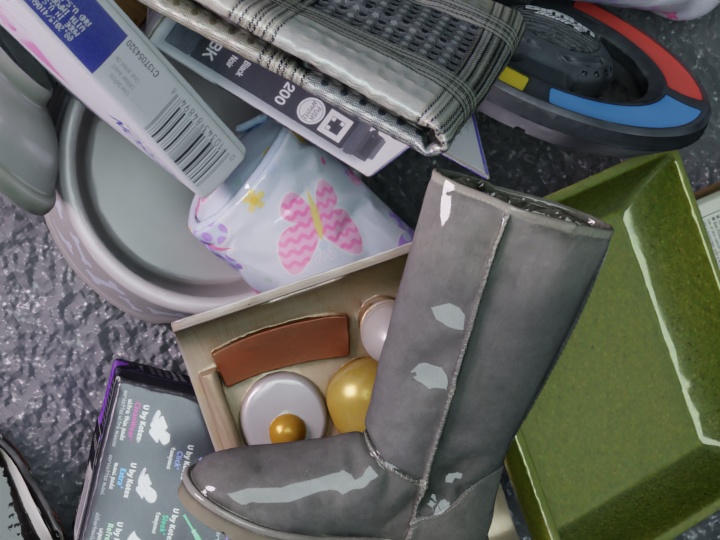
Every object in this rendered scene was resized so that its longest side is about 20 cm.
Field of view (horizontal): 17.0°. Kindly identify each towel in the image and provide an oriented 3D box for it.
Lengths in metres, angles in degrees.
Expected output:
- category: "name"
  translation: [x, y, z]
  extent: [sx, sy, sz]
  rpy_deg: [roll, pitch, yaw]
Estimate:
- category: "towel"
  translation: [-0.018, -0.144, 1.236]
  extent: [0.199, 0.193, 0.035]
  rpy_deg: [28, 119, 4]

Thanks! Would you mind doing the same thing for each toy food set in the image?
- category: "toy food set"
  translation: [-0.002, 0.095, 1.273]
  extent: [0.143, 0.060, 0.201]
  rpy_deg: [-19, 103, -5]

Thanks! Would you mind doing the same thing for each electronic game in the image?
- category: "electronic game"
  translation: [0.106, -0.124, 1.364]
  extent: [0.199, 0.200, 0.042]
  rpy_deg: [19, 116, -7]

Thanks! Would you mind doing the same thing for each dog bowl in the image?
- category: "dog bowl"
  translation: [-0.088, -0.063, 1.399]
  extent: [0.199, 0.059, 0.201]
  rpy_deg: [0, 91, -8]

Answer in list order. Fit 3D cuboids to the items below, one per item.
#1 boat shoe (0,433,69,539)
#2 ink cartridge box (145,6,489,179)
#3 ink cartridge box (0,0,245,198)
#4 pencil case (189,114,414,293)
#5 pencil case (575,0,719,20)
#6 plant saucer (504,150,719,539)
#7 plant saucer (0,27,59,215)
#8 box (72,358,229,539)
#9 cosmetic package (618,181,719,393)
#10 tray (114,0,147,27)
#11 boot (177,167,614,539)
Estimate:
- category: "boat shoe"
  translation: [-0.197, 0.178, 1.383]
  extent: [0.073, 0.063, 0.202]
  rpy_deg: [-26, 95, -10]
- category: "ink cartridge box"
  translation: [-0.027, -0.133, 1.334]
  extent: [0.199, 0.198, 0.043]
  rpy_deg: [30, 115, -20]
- category: "ink cartridge box"
  translation: [-0.172, -0.141, 1.257]
  extent: [0.043, 0.200, 0.196]
  rpy_deg: [-49, 136, -6]
- category: "pencil case"
  translation: [0.000, 0.000, 1.337]
  extent: [0.200, 0.083, 0.091]
  rpy_deg: [39, 71, -19]
- category: "pencil case"
  translation: [0.125, -0.194, 1.374]
  extent: [0.199, 0.090, 0.084]
  rpy_deg: [5, 89, -38]
- category: "plant saucer"
  translation: [0.130, 0.053, 1.327]
  extent: [0.199, 0.048, 0.201]
  rpy_deg: [-23, 95, -42]
- category: "plant saucer"
  translation: [-0.218, -0.121, 1.307]
  extent: [0.050, 0.200, 0.200]
  rpy_deg: [-38, 95, 5]
- category: "box"
  translation: [-0.056, 0.127, 1.370]
  extent: [0.199, 0.122, 0.107]
  rpy_deg: [13, 91, -7]
- category: "cosmetic package"
  translation: [0.237, -0.007, 1.436]
  extent: [0.199, 0.071, 0.106]
  rpy_deg: [-21, 93, -7]
- category: "tray"
  translation: [-0.185, -0.224, 1.367]
  extent: [0.200, 0.099, 0.037]
  rpy_deg: [39, 124, -7]
- category: "boot"
  translation: [0.017, 0.047, 1.200]
  extent: [0.181, 0.073, 0.201]
  rpy_deg: [9, 113, -19]
